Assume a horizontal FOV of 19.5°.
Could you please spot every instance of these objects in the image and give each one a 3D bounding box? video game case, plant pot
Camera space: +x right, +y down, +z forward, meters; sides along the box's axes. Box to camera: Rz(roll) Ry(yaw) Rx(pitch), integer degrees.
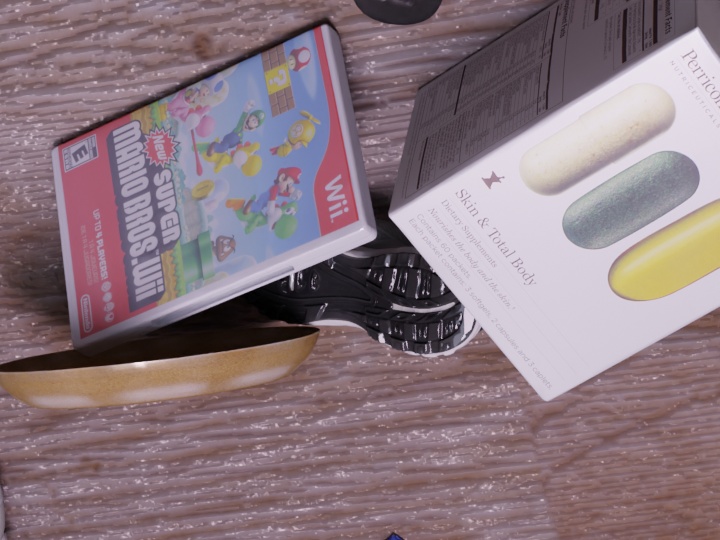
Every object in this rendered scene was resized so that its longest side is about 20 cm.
[{"bbox_3d":[-0.091,-0.047,1.232,0.200,0.143,0.017,-22,150,20],"label":"video game case"},{"bbox_3d":[-0.122,0.059,1.265,0.200,0.200,0.028,-5,93,11],"label":"plant pot"}]

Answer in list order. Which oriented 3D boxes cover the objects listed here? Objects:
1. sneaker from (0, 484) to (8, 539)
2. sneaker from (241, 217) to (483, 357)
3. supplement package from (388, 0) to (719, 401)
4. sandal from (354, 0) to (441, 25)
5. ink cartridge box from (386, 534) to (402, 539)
[{"bbox_3d":[-0.338,0.154,1.433,0.199,0.076,0.092,5,115,-4],"label":"sneaker"},{"bbox_3d":[0.000,0.000,1.260,0.200,0.079,0.074,20,109,30],"label":"sneaker"},{"bbox_3d":[0.145,-0.062,1.172,0.200,0.151,0.152,-31,112,24],"label":"supplement package"},{"bbox_3d":[0.028,-0.222,1.153,0.075,0.045,0.200,6,122,5],"label":"sandal"},{"bbox_3d":[-0.030,0.277,1.443,0.044,0.094,0.200,38,120,-15],"label":"ink cartridge box"}]
